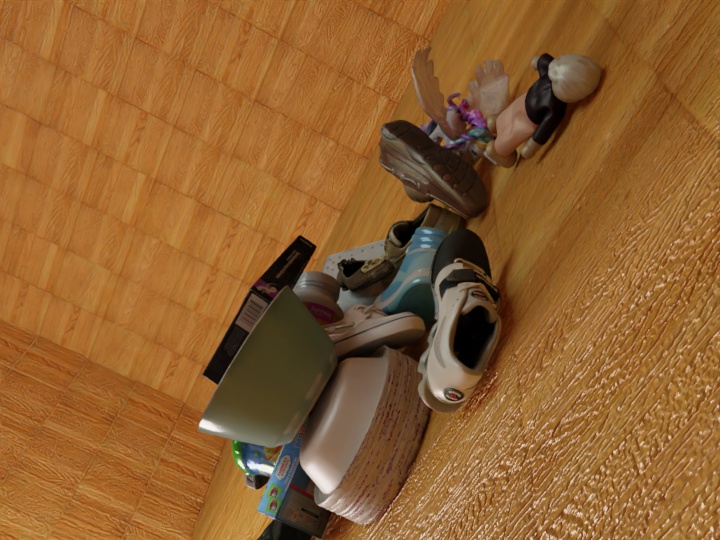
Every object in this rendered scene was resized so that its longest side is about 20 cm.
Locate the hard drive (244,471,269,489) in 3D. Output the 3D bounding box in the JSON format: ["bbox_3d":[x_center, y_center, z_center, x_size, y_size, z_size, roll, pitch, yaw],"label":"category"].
[{"bbox_3d":[-0.144,0.241,1.305,0.139,0.032,0.203,-30,-53,-52],"label":"hard drive"}]

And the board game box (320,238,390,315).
[{"bbox_3d":[0.006,0.030,1.264,0.198,0.026,0.202,-16,37,31],"label":"board game box"}]

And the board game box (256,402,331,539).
[{"bbox_3d":[-0.055,0.245,1.054,0.202,0.036,0.152,-66,-29,-18],"label":"board game box"}]

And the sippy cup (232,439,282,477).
[{"bbox_3d":[-0.108,0.267,1.213,0.177,0.129,0.142,28,-103,-57],"label":"sippy cup"}]

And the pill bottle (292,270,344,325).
[{"bbox_3d":[-0.080,0.104,1.146,0.104,0.103,0.203,127,157,-55],"label":"pill bottle"}]

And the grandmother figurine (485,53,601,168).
[{"bbox_3d":[0.207,-0.190,0.895,0.200,0.060,0.123,148,120,-71],"label":"grandmother figurine"}]

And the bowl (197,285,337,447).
[{"bbox_3d":[-0.099,0.132,0.946,0.202,0.104,0.201,-58,0,0],"label":"bowl"}]

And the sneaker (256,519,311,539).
[{"bbox_3d":[-0.126,0.431,1.116,0.115,0.075,0.200,-61,5,37],"label":"sneaker"}]

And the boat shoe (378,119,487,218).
[{"bbox_3d":[0.096,-0.130,1.079,0.075,0.200,0.072,-14,-42,-37],"label":"boat shoe"}]

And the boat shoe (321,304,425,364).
[{"bbox_3d":[0.000,0.076,1.013,0.198,0.073,0.066,-21,68,40],"label":"boat shoe"}]

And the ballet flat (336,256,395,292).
[{"bbox_3d":[0.000,0.000,1.168,0.067,0.047,0.200,-24,3,-13],"label":"ballet flat"}]

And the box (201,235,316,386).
[{"bbox_3d":[-0.127,0.048,1.027,0.144,0.036,0.200,-58,1,26],"label":"box"}]

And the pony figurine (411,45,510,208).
[{"bbox_3d":[0.140,-0.210,1.154,0.200,0.164,0.196,137,125,-62],"label":"pony figurine"}]

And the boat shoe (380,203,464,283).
[{"bbox_3d":[0.071,-0.044,1.158,0.199,0.066,0.075,-36,26,48],"label":"boat shoe"}]

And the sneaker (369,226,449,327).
[{"bbox_3d":[0.072,0.017,1.066,0.200,0.079,0.132,-40,26,50],"label":"sneaker"}]

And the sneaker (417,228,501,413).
[{"bbox_3d":[0.111,0.034,0.775,0.089,0.073,0.203,127,157,-55],"label":"sneaker"}]

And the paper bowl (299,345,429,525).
[{"bbox_3d":[-0.002,0.186,0.931,0.201,0.103,0.203,-90,26,-75],"label":"paper bowl"}]
